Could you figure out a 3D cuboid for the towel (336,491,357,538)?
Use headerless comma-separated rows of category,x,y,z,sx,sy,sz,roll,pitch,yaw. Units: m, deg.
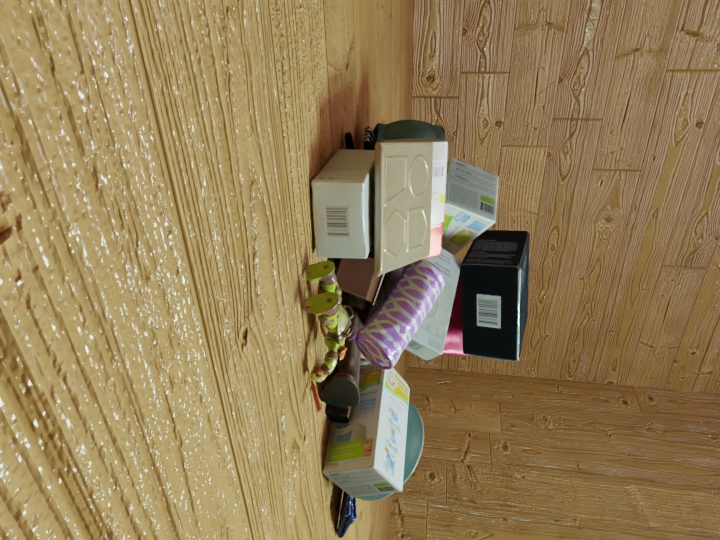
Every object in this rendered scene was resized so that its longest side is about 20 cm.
towel,-0.015,0.423,1.086,0.147,0.023,0.205,105,-3,-50

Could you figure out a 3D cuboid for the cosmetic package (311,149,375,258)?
cosmetic package,-0.015,-0.108,0.811,0.201,0.078,0.117,-69,159,-62

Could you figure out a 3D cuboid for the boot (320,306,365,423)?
boot,-0.020,0.135,0.914,0.188,0.062,0.206,103,-2,-58

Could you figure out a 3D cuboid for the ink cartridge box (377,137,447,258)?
ink cartridge box,0.090,-0.127,0.949,0.067,0.112,0.208,30,-56,57

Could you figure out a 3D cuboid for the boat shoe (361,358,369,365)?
boat shoe,0.006,0.289,1.147,0.065,0.071,0.209,-62,151,-57

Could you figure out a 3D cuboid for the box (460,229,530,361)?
box,0.287,0.045,1.116,0.197,0.120,0.208,-44,133,-57

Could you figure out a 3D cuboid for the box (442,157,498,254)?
box,0.179,-0.117,1.079,0.200,0.109,0.105,132,-28,-62

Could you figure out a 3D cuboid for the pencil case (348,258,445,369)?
pencil case,0.067,0.065,0.884,0.202,0.085,0.083,-54,-166,-31

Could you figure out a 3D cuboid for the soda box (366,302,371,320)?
soda box,0.060,0.050,1.042,0.064,0.066,0.207,-35,-139,57

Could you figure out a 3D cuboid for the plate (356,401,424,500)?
plate,0.032,0.330,1.012,0.026,0.195,0.205,46,37,-33

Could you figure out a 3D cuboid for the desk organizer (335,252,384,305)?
desk organizer,0.000,0.000,0.946,0.200,0.074,0.074,-84,-166,-85

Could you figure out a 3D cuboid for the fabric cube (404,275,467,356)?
fabric cube,0.126,0.084,1.235,0.199,0.192,0.205,170,-75,-70

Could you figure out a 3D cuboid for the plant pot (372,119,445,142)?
plant pot,0.073,-0.220,1.093,0.200,0.130,0.208,-162,-91,-78

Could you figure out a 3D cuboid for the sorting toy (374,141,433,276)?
sorting toy,0.064,-0.103,0.831,0.198,0.035,0.193,-22,115,-58

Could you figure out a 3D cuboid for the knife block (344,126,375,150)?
knife block,0.007,-0.172,0.992,0.200,0.061,0.183,-49,142,-76

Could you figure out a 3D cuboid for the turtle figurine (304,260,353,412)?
turtle figurine,-0.041,0.078,0.744,0.164,0.062,0.206,82,14,-53

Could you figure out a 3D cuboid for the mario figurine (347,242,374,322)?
mario figurine,0.007,0.050,1.120,0.105,0.120,0.207,-33,-131,47

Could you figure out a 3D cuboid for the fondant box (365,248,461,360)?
fondant box,0.103,0.041,0.997,0.058,0.141,0.206,-37,-150,56

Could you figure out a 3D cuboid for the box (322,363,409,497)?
box,0.016,0.284,0.962,0.102,0.109,0.205,49,36,-35
